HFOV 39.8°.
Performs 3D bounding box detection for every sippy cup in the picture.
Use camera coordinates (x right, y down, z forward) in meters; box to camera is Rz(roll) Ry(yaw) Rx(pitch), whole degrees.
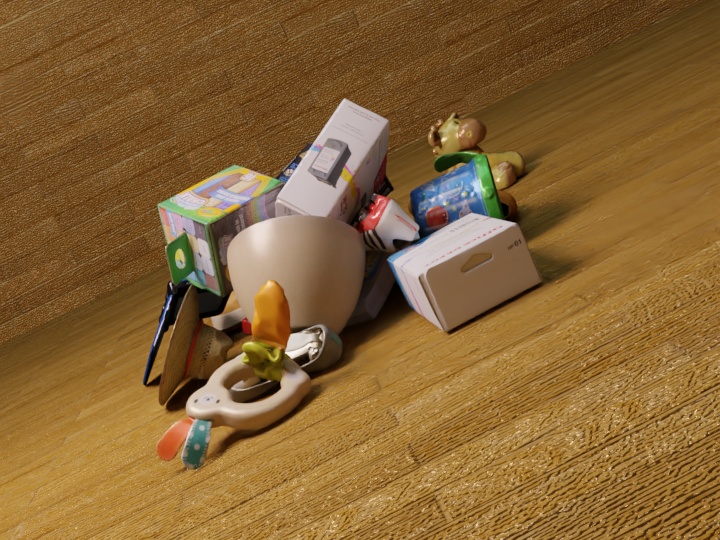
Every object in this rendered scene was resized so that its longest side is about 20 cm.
[{"bbox_3d":[0.146,-0.091,1.493,0.128,0.142,0.178,-15,18,10],"label":"sippy cup"}]

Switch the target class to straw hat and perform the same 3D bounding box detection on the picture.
[{"bbox_3d":[-0.238,0.123,1.507,0.083,0.205,0.201,16,12,-2],"label":"straw hat"}]

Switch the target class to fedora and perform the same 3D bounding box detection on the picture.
[{"bbox_3d":[-0.234,0.051,1.874,0.198,0.083,0.201,-25,11,5],"label":"fedora"}]

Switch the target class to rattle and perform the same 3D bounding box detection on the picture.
[{"bbox_3d":[-0.160,0.127,1.181,0.197,0.145,0.130,-22,50,-25],"label":"rattle"}]

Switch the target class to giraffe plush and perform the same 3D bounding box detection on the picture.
[{"bbox_3d":[0.212,-0.234,1.980,0.197,0.165,0.173,-23,11,8],"label":"giraffe plush"}]

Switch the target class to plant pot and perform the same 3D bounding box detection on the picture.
[{"bbox_3d":[-0.085,0.034,1.373,0.196,0.137,0.201,-4,-27,-2],"label":"plant pot"}]

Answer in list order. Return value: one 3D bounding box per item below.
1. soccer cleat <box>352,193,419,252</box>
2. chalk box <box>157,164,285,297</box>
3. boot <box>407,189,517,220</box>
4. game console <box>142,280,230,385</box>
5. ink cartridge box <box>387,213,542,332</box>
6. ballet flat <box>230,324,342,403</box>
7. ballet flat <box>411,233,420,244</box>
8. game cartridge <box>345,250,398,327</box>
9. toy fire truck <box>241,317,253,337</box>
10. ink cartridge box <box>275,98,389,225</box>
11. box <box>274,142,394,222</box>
[{"bbox_3d":[0.031,-0.054,1.432,0.069,0.084,0.200,-59,3,-14],"label":"soccer cleat"},{"bbox_3d":[-0.213,-0.052,1.473,0.123,0.127,0.199,21,40,40],"label":"chalk box"},{"bbox_3d":[0.159,-0.108,1.638,0.197,0.072,0.144,1,6,17],"label":"boot"},{"bbox_3d":[-0.291,0.099,1.683,0.168,0.120,0.200,-11,-17,-20],"label":"game console"},{"bbox_3d":[0.130,-0.002,1.292,0.143,0.086,0.200,-27,9,-5],"label":"ink cartridge box"},{"bbox_3d":[-0.120,0.119,1.313,0.197,0.068,0.064,-21,-33,13],"label":"ballet flat"},{"bbox_3d":[0.063,-0.017,1.564,0.197,0.071,0.069,-22,11,1],"label":"ballet flat"},{"bbox_3d":[0.000,0.000,1.511,0.131,0.041,0.202,-15,39,32],"label":"game cartridge"},{"bbox_3d":[-0.108,0.041,1.615,0.165,0.115,0.200,-9,7,-18],"label":"toy fire truck"},{"bbox_3d":[-0.039,-0.123,1.454,0.202,0.084,0.148,-59,-12,-25],"label":"ink cartridge box"},{"bbox_3d":[-0.077,-0.102,1.607,0.198,0.050,0.199,25,67,41],"label":"box"}]
